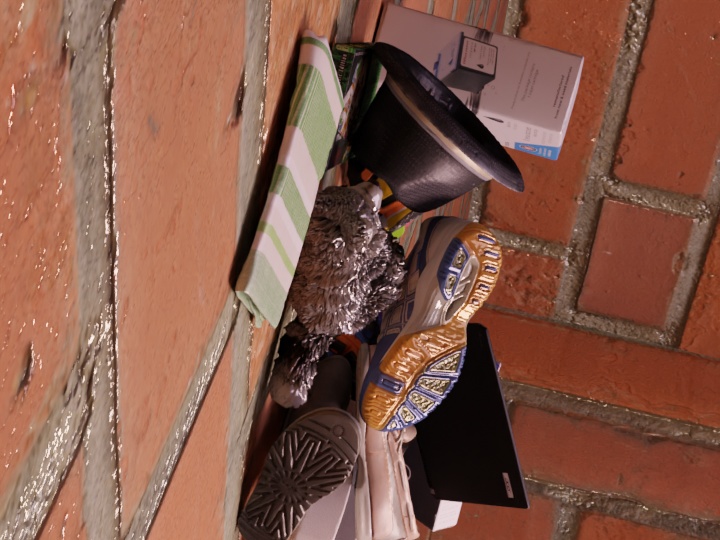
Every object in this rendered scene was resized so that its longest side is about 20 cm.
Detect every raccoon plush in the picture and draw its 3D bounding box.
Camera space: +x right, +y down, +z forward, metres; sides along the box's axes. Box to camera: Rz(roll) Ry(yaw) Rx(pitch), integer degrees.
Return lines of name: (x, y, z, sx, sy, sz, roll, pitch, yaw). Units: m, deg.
raccoon plush: (-0.026, 0.020, 1.369, 0.134, 0.097, 0.200, 33, 71, -75)

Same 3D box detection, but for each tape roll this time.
tape roll: (-0.061, 0.269, 1.584, 0.203, 0.037, 0.203, -156, -90, -86)

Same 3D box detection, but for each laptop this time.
laptop: (0.097, 0.116, 1.557, 0.200, 0.103, 0.178, -55, 133, -74)

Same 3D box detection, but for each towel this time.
towel: (-0.053, -0.064, 1.231, 0.153, 0.023, 0.200, 74, 31, -77)

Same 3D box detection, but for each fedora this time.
fedora: (0.053, -0.108, 1.431, 0.092, 0.201, 0.201, -45, 180, 12)

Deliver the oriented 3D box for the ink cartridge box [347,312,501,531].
ink cartridge box: (0.042, 0.142, 1.750, 0.043, 0.198, 0.200, -11, 123, -46)

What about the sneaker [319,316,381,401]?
sneaker: (-0.004, 0.079, 1.666, 0.079, 0.075, 0.200, -59, 172, -18)

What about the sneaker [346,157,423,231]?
sneaker: (0.019, -0.086, 1.610, 0.090, 0.070, 0.200, 61, -12, -5)

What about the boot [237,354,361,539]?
boot: (-0.036, 0.140, 1.494, 0.182, 0.073, 0.200, -49, -177, 33)

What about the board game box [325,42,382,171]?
board game box: (-0.010, -0.145, 1.433, 0.200, 0.023, 0.105, -43, 145, -79)

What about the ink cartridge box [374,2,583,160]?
ink cartridge box: (0.113, -0.186, 1.641, 0.146, 0.200, 0.086, 54, 52, -82)

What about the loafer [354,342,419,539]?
loafer: (0.026, 0.163, 1.545, 0.072, 0.063, 0.200, -91, -178, -73)

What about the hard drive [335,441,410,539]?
hard drive: (0.004, 0.205, 1.677, 0.135, 0.042, 0.200, -70, -174, -60)

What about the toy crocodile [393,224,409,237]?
toy crocodile: (0.050, -0.087, 1.734, 0.200, 0.062, 0.068, 125, -34, -48)

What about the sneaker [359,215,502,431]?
sneaker: (0.051, 0.046, 1.451, 0.200, 0.075, 0.088, -61, -146, -1)
